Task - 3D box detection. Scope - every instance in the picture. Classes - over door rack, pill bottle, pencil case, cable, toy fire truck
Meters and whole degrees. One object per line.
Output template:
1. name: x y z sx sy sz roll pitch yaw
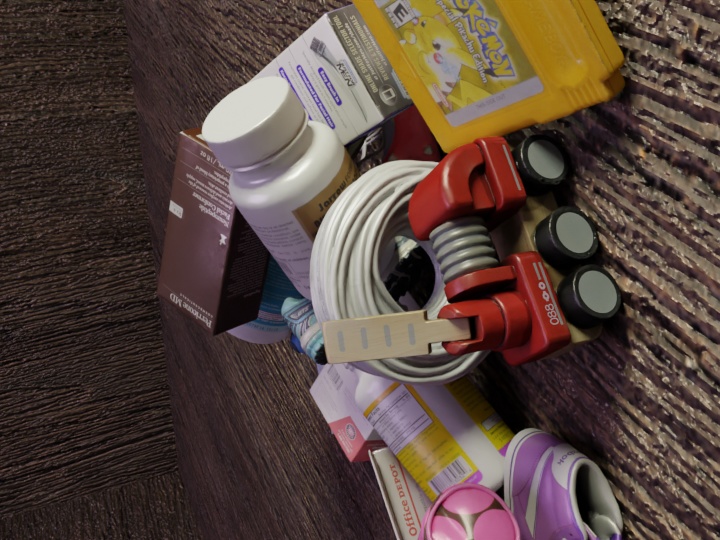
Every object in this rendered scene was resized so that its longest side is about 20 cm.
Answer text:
1. over door rack: -0.001 -0.081 1.049 0.148 0.067 0.200 161 97 -70
2. pill bottle: -0.098 -0.020 1.028 0.200 0.111 0.111 -62 38 25
3. pill bottle: -0.057 -0.075 0.818 0.200 0.114 0.114 57 175 -36
4. pencil case: 0.089 0.276 0.789 0.094 0.091 0.200 38 150 23
5. pill bottle: 0.065 0.138 0.862 0.200 0.104 0.104 51 152 14
6. cable: 0.046 0.002 0.781 0.069 0.200 0.200 -3 97 60
7. toy fire truck: 0.072 -0.002 0.696 0.129 0.200 0.176 -42 62 58

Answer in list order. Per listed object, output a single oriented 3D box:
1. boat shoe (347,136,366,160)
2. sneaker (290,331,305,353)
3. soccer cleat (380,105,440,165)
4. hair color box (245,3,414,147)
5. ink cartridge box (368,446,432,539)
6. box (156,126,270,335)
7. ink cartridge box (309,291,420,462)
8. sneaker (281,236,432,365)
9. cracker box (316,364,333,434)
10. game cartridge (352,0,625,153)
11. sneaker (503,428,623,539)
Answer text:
1. boat shoe: -0.024 -0.190 0.945 0.072 0.076 0.200 51 124 46
2. sneaker: -0.027 0.046 1.044 0.078 0.066 0.200 30 134 3
3. soccer cleat: 0.051 -0.147 0.908 0.077 0.067 0.200 -76 -16 -57
4. hair color box: -0.043 -0.169 0.873 0.200 0.065 0.109 -23 98 52
5. ink cartridge box: 0.066 0.247 0.948 0.200 0.068 0.116 66 -176 -71
6. box: -0.150 -0.044 0.932 0.100 0.075 0.200 31 123 29
7. ink cartridge box: 0.032 0.108 1.000 0.200 0.067 0.117 -59 46 28
8. sneaker: 0.000 0.000 0.909 0.086 0.200 0.078 42 167 22
9. cracker box: 0.000 0.147 1.180 0.200 0.058 0.134 149 109 -67
10. game cartridge: 0.089 -0.187 0.672 0.176 0.032 0.200 56 153 -13
11. sneaker: 0.177 0.248 0.760 0.114 0.073 0.201 14 113 64
